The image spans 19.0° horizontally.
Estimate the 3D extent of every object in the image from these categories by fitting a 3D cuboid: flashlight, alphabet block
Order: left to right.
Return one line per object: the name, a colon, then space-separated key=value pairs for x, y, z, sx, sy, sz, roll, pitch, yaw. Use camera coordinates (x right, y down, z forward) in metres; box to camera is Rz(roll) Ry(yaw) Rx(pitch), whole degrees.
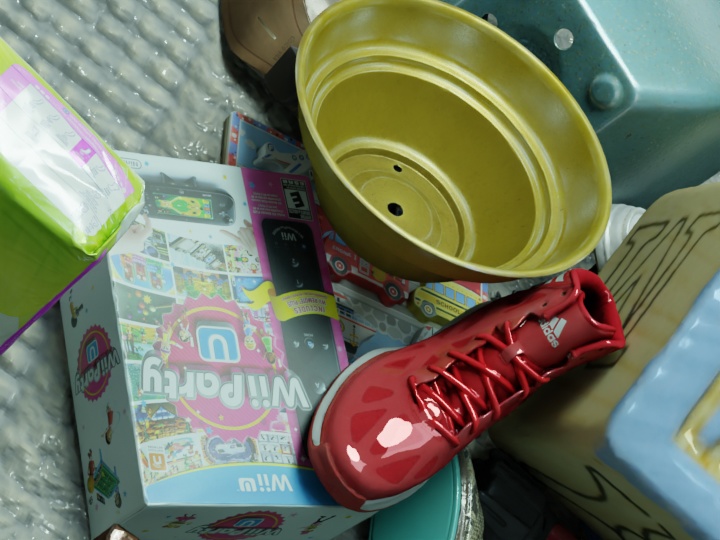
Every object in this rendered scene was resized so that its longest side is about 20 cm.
flashlight: x=0.135 y=0.190 z=1.252 sx=0.200 sy=0.068 sz=0.068 roll=43 pitch=50 yaw=-11
alphabet block: x=0.220 y=0.078 z=1.203 sx=0.195 sy=0.200 sz=0.197 roll=43 pitch=78 yaw=-10

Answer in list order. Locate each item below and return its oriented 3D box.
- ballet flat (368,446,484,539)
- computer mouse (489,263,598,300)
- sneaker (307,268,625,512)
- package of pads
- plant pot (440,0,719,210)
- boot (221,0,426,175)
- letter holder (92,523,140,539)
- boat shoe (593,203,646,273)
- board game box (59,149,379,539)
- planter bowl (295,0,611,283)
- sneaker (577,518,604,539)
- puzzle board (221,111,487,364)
ballet flat: x=0.037 y=0.183 z=1.180 sx=0.075 sy=0.068 sz=0.201 roll=45 pitch=42 yaw=-41
computer mouse: x=0.148 y=0.045 z=1.372 sx=0.200 sy=0.053 sz=0.139 roll=-36 pitch=105 yaw=-46
sneaker: x=0.063 y=0.049 z=1.136 sx=0.078 sy=0.115 sz=0.200 roll=53 pitch=46 yaw=-2
package of pads: x=-0.217 y=-0.056 z=1.040 sx=0.200 sy=0.154 sz=0.068 roll=45 pitch=42 yaw=-8
plant pot: x=0.141 y=-0.133 z=1.363 sx=0.200 sy=0.196 sz=0.197 roll=-17 pitch=74 yaw=-58
boot: x=-0.007 y=-0.124 z=1.348 sx=0.146 sy=0.070 sz=0.201 roll=29 pitch=33 yaw=-38
letter holder: x=-0.082 y=0.241 z=0.995 sx=0.200 sy=0.100 sz=0.142 roll=37 pitch=45 yaw=-17
boat shoe: x=0.219 y=0.035 z=1.359 sx=0.200 sy=0.069 sz=0.071 roll=54 pitch=46 yaw=-22
board game box: x=-0.081 y=0.043 z=1.150 sx=0.147 sy=0.064 sz=0.201 roll=5 pitch=63 yaw=-36
planter bowl: x=0.036 y=-0.055 z=1.215 sx=0.200 sy=0.084 sz=0.201 roll=19 pitch=45 yaw=-20
sneaker: x=0.226 y=0.157 z=1.341 sx=0.199 sy=0.088 sz=0.076 roll=8 pitch=59 yaw=-37
puzzle board: x=0.000 y=0.000 z=1.302 sx=0.199 sy=0.017 sz=0.151 roll=24 pitch=48 yaw=-27
